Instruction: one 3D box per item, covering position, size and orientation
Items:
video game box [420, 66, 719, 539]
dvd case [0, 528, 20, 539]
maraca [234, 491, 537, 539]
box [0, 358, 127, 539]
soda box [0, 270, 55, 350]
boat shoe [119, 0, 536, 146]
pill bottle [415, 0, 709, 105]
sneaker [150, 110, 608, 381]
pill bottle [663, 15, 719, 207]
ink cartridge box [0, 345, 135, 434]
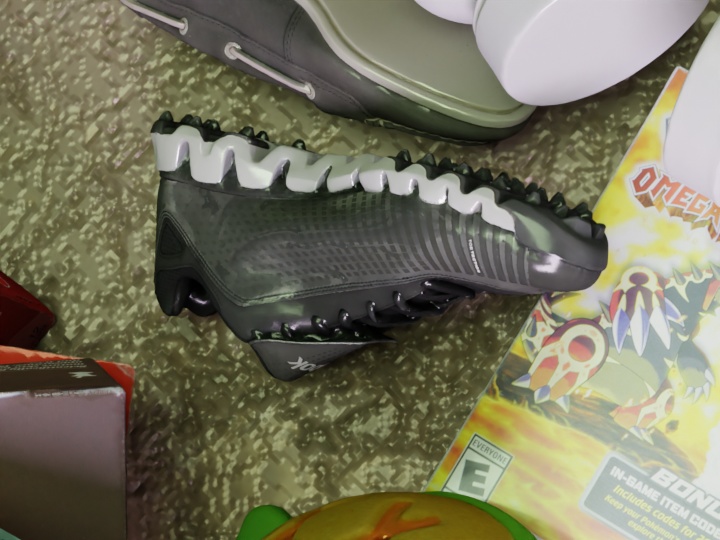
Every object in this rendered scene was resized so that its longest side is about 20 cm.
[{"bbox_3d":[0.150,0.054,0.746,0.200,0.047,0.182,30,86,20],"label":"video game box"},{"bbox_3d":[-0.116,0.191,0.687,0.146,0.022,0.200,29,105,10],"label":"dvd case"},{"bbox_3d":[-0.010,0.136,0.735,0.200,0.107,0.137,-1,54,49],"label":"maraca"},{"bbox_3d":[-0.133,0.135,0.752,0.100,0.075,0.200,-2,98,-15],"label":"box"},{"bbox_3d":[-0.211,0.073,0.841,0.070,0.063,0.200,36,91,20],"label":"soda box"},{"bbox_3d":[-0.019,-0.097,0.830,0.200,0.057,0.067,31,53,17],"label":"boat shoe"},{"bbox_3d":[0.044,-0.163,0.779,0.112,0.112,0.200,-31,66,9],"label":"pill bottle"},{"bbox_3d":[0.000,0.000,0.784,0.200,0.066,0.091,12,92,35],"label":"sneaker"},{"bbox_3d":[0.199,-0.019,0.667,0.200,0.109,0.109,30,88,20],"label":"pill bottle"},{"bbox_3d":[-0.192,0.099,0.779,0.200,0.050,0.163,9,93,0],"label":"ink cartridge box"}]
